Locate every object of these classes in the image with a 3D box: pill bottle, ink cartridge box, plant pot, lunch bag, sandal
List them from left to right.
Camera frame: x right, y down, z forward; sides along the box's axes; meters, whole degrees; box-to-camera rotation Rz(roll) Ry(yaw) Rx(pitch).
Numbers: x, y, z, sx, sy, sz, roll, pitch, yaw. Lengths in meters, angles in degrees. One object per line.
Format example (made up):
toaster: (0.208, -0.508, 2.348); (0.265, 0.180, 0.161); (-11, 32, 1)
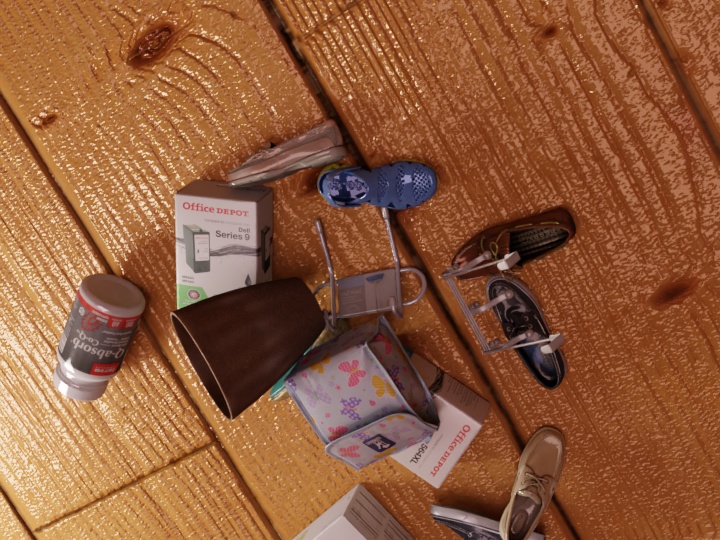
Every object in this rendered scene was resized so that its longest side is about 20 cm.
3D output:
pill bottle: (-0.453, 0.117, 1.806); (0.115, 0.116, 0.201); (28, 113, 4)
ink cartridge box: (-0.221, -0.035, 1.707); (0.144, 0.084, 0.202); (6, 110, 12)
plant pot: (-0.160, 0.098, 1.615); (0.199, 0.187, 0.188); (-30, 101, -16)
lunch bag: (0.008, 0.200, 1.615); (0.168, 0.127, 0.201); (-26, 105, 25)
sandal: (0.021, -0.127, 1.608); (0.197, 0.087, 0.081); (-4, 100, 15)
ink cartridge box: (0.089, 0.232, 1.713); (0.199, 0.084, 0.147); (33, 113, 4)

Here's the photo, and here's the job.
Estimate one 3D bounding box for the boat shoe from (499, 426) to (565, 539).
boat shoe: (0.278, 0.350, 1.687); (0.071, 0.065, 0.202); (23, 91, 4)

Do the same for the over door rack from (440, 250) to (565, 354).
over door rack: (0.211, 0.046, 1.529); (0.066, 0.200, 0.149); (-33, 98, -23)

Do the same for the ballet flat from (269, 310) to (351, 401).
ballet flat: (-0.079, 0.156, 1.747); (0.070, 0.071, 0.201); (35, 113, 1)

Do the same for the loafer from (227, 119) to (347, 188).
loafer: (-0.119, -0.180, 1.647); (0.198, 0.072, 0.064); (-15, 87, 13)

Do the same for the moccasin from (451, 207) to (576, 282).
moccasin: (0.229, -0.030, 1.588); (0.199, 0.078, 0.074); (-15, 107, 21)

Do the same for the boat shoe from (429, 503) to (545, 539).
boat shoe: (0.203, 0.455, 1.749); (0.198, 0.071, 0.092); (16, 84, 8)

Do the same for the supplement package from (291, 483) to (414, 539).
supplement package: (-0.028, 0.502, 1.823); (0.156, 0.111, 0.200); (45, 113, -3)

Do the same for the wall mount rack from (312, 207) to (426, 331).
wall mount rack: (0.000, 0.000, 1.668); (0.198, 0.075, 0.176); (-11, 67, 15)

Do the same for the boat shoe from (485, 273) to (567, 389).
boat shoe: (0.256, 0.099, 1.632); (0.069, 0.066, 0.201); (-25, 100, 21)
